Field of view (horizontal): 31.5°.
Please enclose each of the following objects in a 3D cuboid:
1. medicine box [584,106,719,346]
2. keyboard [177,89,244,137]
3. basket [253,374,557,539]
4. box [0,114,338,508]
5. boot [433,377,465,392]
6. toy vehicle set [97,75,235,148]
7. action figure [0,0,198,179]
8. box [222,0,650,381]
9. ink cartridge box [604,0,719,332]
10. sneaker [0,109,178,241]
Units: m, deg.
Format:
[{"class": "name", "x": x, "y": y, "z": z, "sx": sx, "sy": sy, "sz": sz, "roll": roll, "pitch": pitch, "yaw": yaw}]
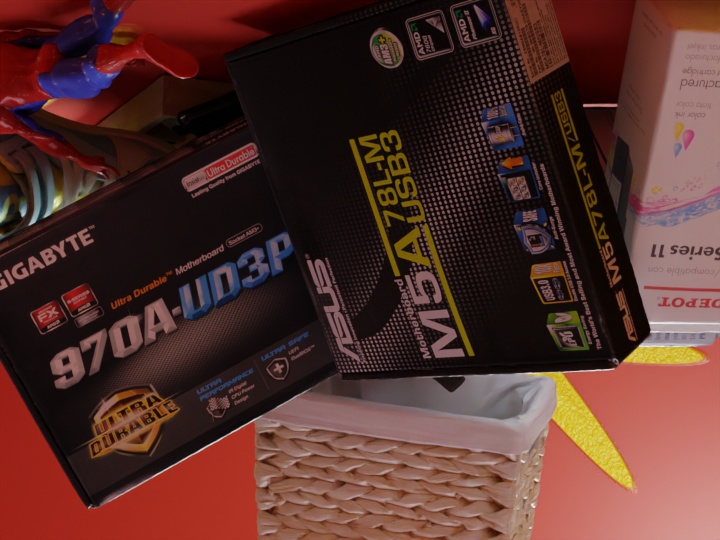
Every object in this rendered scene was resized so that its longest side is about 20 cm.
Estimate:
[{"class": "medicine box", "x": 0.115, "y": -0.033, "z": 0.816, "sx": 0.198, "sy": 0.104, "sz": 0.182, "roll": -1, "pitch": -159, "yaw": 3}, {"class": "keyboard", "x": -0.008, "y": -0.111, "z": 0.768, "sx": 0.199, "sy": 0.040, "sz": 0.104, "roll": -13, "pitch": 153, "yaw": 34}, {"class": "basket", "x": 0.030, "y": 0.137, "z": 0.913, "sx": 0.198, "sy": 0.125, "sz": 0.135, "roll": 7, "pitch": -169, "yaw": 17}, {"class": "box", "x": -0.109, "y": 0.021, "z": 0.747, "sx": 0.199, "sy": 0.160, "sz": 0.046, "roll": -28, "pitch": -163, "yaw": -9}, {"class": "boot", "x": 0.000, "y": 0.000, "z": 0.932, "sx": 0.174, "sy": 0.069, "sz": 0.200, "roll": 36, "pitch": -161, "yaw": -20}, {"class": "toy vehicle set", "x": -0.113, "y": -0.096, "z": 0.910, "sx": 0.123, "sy": 0.027, "sz": 0.200, "roll": 3, "pitch": 173, "yaw": -26}, {"class": "action figure", "x": -0.135, "y": -0.102, "z": 0.685, "sx": 0.199, "sy": 0.066, "sz": 0.099, "roll": -7, "pitch": 162, "yaw": 44}, {"class": "box", "x": 0.035, "y": -0.042, "z": 0.661, "sx": 0.192, "sy": 0.201, "sz": 0.047, "roll": -7, "pitch": -162, "yaw": 42}, {"class": "ink cartridge box", "x": 0.190, "y": -0.037, "z": 0.664, "sx": 0.116, "sy": 0.201, "sz": 0.067, "roll": 1, "pitch": -151, "yaw": -7}, {"class": "sneaker", "x": -0.182, "y": -0.045, "z": 0.785, "sx": 0.198, "sy": 0.080, "sz": 0.131, "roll": 16, "pitch": -160, "yaw": -13}]
